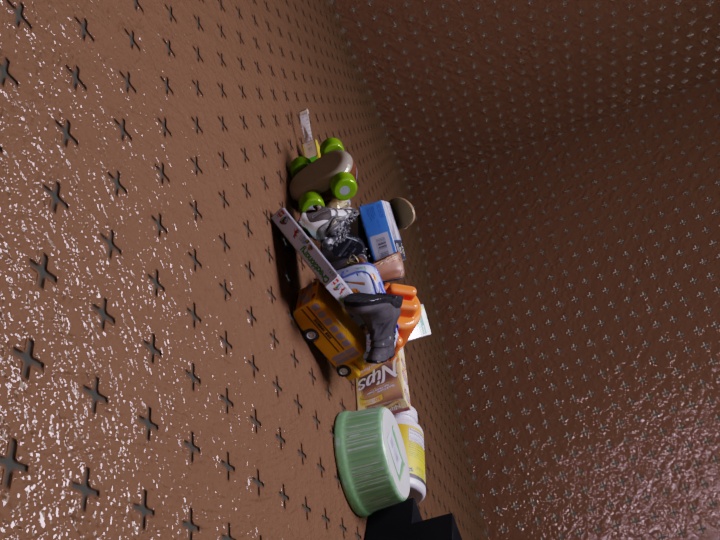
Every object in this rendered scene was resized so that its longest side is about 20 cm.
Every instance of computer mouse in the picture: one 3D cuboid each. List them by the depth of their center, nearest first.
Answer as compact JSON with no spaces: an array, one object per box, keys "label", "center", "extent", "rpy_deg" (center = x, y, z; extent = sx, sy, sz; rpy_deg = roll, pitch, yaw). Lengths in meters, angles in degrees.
[{"label":"computer mouse","center":[-0.070,-0.072,1.374],"extent":[0.198,0.059,0.034],"rpy_deg":[19,32,-42]}]

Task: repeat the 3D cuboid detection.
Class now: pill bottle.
[{"label":"pill bottle","center":[0.087,0.405,1.424],"extent":[0.203,0.110,0.114],"rpy_deg":[-87,158,-45]}]

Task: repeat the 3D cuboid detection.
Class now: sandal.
[{"label":"sandal","center":[0.099,-0.141,1.624],"extent":[0.211,0.068,0.080],"rpy_deg":[-19,-92,61]}]

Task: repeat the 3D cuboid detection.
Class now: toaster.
[{"label":"toaster","center":[-0.012,-0.020,1.564],"extent":[0.202,0.116,0.183],"rpy_deg":[-92,162,-50]}]

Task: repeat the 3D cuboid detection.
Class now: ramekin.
[{"label":"ramekin","center":[0.027,0.367,1.262],"extent":[0.200,0.096,0.205],"rpy_deg":[-17,91,-78]}]

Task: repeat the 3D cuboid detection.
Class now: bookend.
[{"label":"bookend","center":[0.111,0.514,1.211],"extent":[0.200,0.195,0.094],"rpy_deg":[-66,135,-74]}]

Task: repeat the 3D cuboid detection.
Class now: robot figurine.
[{"label":"robot figurine","center":[0.067,0.111,1.440],"extent":[0.144,0.115,0.202],"rpy_deg":[48,-38,19]}]

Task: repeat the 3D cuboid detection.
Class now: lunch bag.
[{"label":"lunch bag","center":[-0.006,0.094,1.333],"extent":[0.076,0.157,0.204],"rpy_deg":[-60,132,-72]}]

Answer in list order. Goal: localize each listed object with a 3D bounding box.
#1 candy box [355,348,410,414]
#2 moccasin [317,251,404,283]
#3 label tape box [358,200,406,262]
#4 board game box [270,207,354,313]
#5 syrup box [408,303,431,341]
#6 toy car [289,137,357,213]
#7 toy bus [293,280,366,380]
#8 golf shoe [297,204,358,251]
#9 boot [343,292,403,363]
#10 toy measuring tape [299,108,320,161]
[{"label":"candy box","center":[0.047,0.241,1.492],"extent":[0.203,0.113,0.056],"rpy_deg":[-94,162,-46]},{"label":"moccasin","center":[0.000,0.000,1.412],"extent":[0.074,0.196,0.080],"rpy_deg":[-164,-119,-82]},{"label":"label tape box","center":[0.060,-0.088,1.555],"extent":[0.200,0.062,0.148],"rpy_deg":[-14,88,-78]},{"label":"board game box","center":[-0.085,-0.019,1.216],"extent":[0.201,0.034,0.127],"rpy_deg":[50,-2,32]},{"label":"syrup box","center":[0.093,0.152,1.658],"extent":[0.199,0.080,0.081],"rpy_deg":[-30,-107,58]},{"label":"toy car","center":[-0.052,-0.154,1.427],"extent":[0.201,0.155,0.166],"rpy_deg":[54,12,-43]},{"label":"toy bus","center":[-0.051,0.119,1.236],"extent":[0.201,0.077,0.066],"rpy_deg":[51,21,-26]},{"label":"golf shoe","center":[-0.063,-0.102,1.276],"extent":[0.093,0.079,0.200],"rpy_deg":[28,12,5]},{"label":"boot","center":[0.028,0.111,1.200],"extent":[0.199,0.068,0.135],"rpy_deg":[5,92,-60]},{"label":"toy measuring tape","center":[-0.115,-0.295,1.584],"extent":[0.074,0.072,0.205],"rpy_deg":[41,35,-69]}]
